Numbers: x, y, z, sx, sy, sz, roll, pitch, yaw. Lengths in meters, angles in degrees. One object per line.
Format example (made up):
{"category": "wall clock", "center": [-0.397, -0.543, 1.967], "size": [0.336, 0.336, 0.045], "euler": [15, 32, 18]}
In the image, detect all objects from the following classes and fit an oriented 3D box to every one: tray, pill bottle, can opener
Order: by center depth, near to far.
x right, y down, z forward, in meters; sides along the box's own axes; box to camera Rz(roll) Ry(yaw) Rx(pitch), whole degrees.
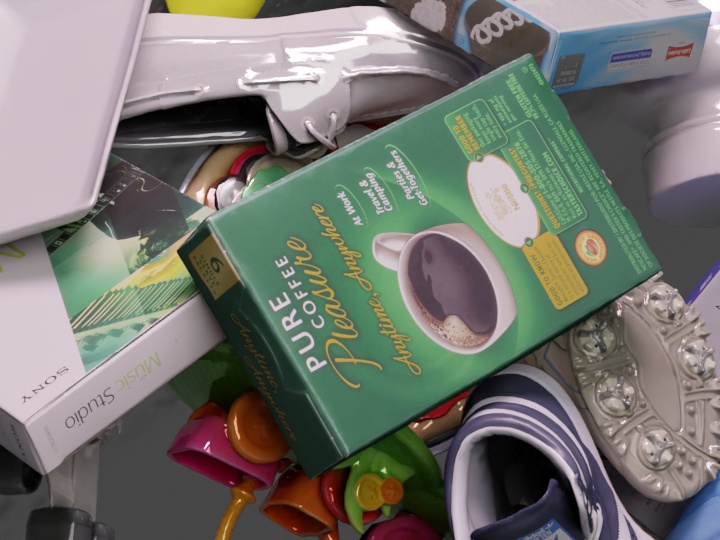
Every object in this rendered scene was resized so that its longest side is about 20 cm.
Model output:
{"category": "can opener", "center": [-0.147, 0.132, 1.277], "size": [0.066, 0.053, 0.201], "euler": [-9, 68, 19]}
{"category": "tray", "center": [-0.149, -0.078, 1.294], "size": [0.107, 0.022, 0.201], "euler": [-16, 39, 22]}
{"category": "pill bottle", "center": [0.182, -0.131, 1.412], "size": [0.119, 0.120, 0.201], "euler": [0, 72, -15]}

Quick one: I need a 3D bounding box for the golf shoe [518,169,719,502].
{"category": "golf shoe", "center": [0.107, 0.029, 1.318], "size": [0.078, 0.097, 0.201], "euler": [-18, 72, -28]}

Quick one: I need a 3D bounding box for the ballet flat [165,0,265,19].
{"category": "ballet flat", "center": [-0.054, -0.216, 1.407], "size": [0.067, 0.067, 0.201], "euler": [22, 67, -7]}

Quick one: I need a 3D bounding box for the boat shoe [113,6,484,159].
{"category": "boat shoe", "center": [-0.038, -0.088, 1.346], "size": [0.199, 0.072, 0.069], "euler": [3, 62, -4]}

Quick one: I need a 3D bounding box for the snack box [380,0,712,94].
{"category": "snack box", "center": [0.064, -0.149, 1.353], "size": [0.116, 0.037, 0.200], "euler": [-11, 35, -42]}

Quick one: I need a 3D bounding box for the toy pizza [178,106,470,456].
{"category": "toy pizza", "center": [0.000, 0.000, 1.365], "size": [0.199, 0.032, 0.201], "euler": [5, 70, -13]}

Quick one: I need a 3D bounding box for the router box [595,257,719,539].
{"category": "router box", "center": [0.231, 0.071, 1.337], "size": [0.179, 0.049, 0.200], "euler": [38, 101, 1]}

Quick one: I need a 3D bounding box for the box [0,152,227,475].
{"category": "box", "center": [-0.148, 0.004, 1.255], "size": [0.144, 0.036, 0.200], "euler": [-37, 41, -23]}

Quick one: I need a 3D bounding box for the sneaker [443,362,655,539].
{"category": "sneaker", "center": [0.104, 0.138, 1.215], "size": [0.070, 0.108, 0.200], "euler": [-34, 91, 13]}

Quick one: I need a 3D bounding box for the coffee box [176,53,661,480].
{"category": "coffee box", "center": [0.028, -0.005, 1.211], "size": [0.200, 0.044, 0.123], "euler": [-30, 86, -32]}

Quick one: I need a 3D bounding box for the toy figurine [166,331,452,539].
{"category": "toy figurine", "center": [-0.047, 0.156, 1.244], "size": [0.200, 0.150, 0.185], "euler": [34, 68, -17]}

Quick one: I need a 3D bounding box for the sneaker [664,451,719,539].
{"category": "sneaker", "center": [0.209, 0.075, 1.292], "size": [0.066, 0.200, 0.079], "euler": [16, 34, -53]}
